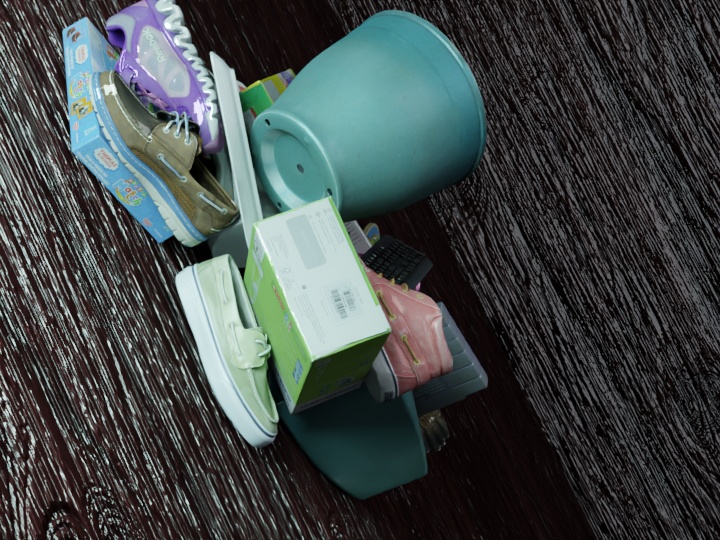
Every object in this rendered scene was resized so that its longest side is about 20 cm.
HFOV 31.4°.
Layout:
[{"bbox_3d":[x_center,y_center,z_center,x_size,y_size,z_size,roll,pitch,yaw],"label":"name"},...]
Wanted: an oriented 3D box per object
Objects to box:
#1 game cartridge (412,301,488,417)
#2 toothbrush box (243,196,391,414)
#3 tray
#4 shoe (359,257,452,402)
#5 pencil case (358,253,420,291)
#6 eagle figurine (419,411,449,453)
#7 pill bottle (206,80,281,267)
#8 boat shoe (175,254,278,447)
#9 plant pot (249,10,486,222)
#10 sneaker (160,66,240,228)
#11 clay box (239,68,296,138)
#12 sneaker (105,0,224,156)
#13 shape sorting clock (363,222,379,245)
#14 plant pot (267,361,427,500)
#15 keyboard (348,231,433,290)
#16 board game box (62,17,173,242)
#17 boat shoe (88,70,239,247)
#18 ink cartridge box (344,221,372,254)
[{"bbox_3d":[0.040,0.126,1.554,0.130,0.199,0.039,55,22,-30],"label":"game cartridge"},{"bbox_3d":[-0.050,0.039,1.266,0.200,0.086,0.146,114,-46,-67],"label":"toothbrush box"},{"bbox_3d":[-0.123,-0.121,1.305,0.107,0.022,0.202,-139,-141,-82],"label":"tray"},{"bbox_3d":[0.022,0.033,1.342,0.072,0.090,0.201,115,-47,-66],"label":"shoe"},{"bbox_3d":[-0.032,0.012,1.546,0.094,0.199,0.091,129,-26,-59],"label":"pencil case"},{"bbox_3d":[0.089,0.153,1.835,0.200,0.150,0.153,-100,171,-78],"label":"eagle figurine"},{"bbox_3d":[-0.152,-0.112,1.469,0.114,0.113,0.201,43,22,-59],"label":"pill bottle"},{"bbox_3d":[-0.123,0.077,1.282,0.201,0.062,0.072,65,11,13],"label":"boat shoe"},{"bbox_3d":[-0.006,-0.141,1.324,0.200,0.187,0.201,34,-39,33],"label":"plant pot"},{"bbox_3d":[-0.174,-0.147,1.372,0.079,0.073,0.201,49,23,-73],"label":"sneaker"},{"bbox_3d":[-0.084,-0.168,1.483,0.115,0.047,0.200,61,13,-7],"label":"clay box"},{"bbox_3d":[-0.203,-0.197,1.317,0.081,0.088,0.201,100,-34,-66],"label":"sneaker"},{"bbox_3d":[0.003,0.034,1.781,0.200,0.039,0.202,10,90,-84],"label":"shape sorting clock"},{"bbox_3d":[-0.002,0.154,1.470,0.142,0.141,0.201,-101,166,-56],"label":"plant pot"},{"bbox_3d":[0.000,0.000,1.463,0.126,0.021,0.200,22,28,13],"label":"keyboard"},{"bbox_3d":[-0.246,-0.146,1.321,0.151,0.036,0.201,52,15,-45],"label":"board game box"},{"bbox_3d":[-0.187,-0.119,1.244,0.201,0.072,0.072,57,14,-32],"label":"boat shoe"},{"bbox_3d":[-0.084,-0.083,1.644,0.201,0.084,0.145,57,-15,-14],"label":"ink cartridge box"}]
